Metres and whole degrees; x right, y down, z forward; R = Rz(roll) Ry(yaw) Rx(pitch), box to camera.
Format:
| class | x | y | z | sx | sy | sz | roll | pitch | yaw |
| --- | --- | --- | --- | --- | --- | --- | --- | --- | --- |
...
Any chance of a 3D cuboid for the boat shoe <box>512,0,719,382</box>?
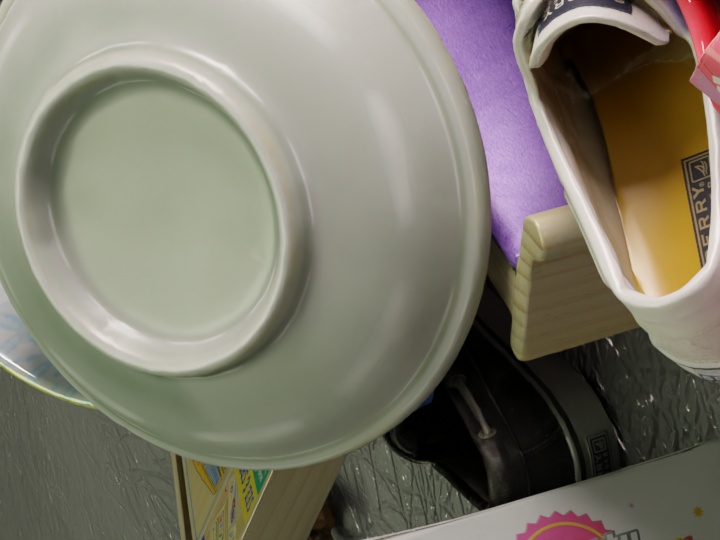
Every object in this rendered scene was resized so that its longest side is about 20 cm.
| class | x | y | z | sx | sy | sz | roll | pitch | yaw |
| --- | --- | --- | --- | --- | --- | --- | --- | --- | --- |
| boat shoe | 0.076 | -0.066 | 0.575 | 0.070 | 0.071 | 0.200 | 29 | -135 | -51 |

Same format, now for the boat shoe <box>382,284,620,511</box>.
| class | x | y | z | sx | sy | sz | roll | pitch | yaw |
| --- | --- | --- | --- | --- | --- | --- | --- | --- | --- |
| boat shoe | 0.037 | 0.048 | 0.859 | 0.200 | 0.064 | 0.071 | -144 | 42 | -63 |

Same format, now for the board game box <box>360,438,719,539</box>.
| class | x | y | z | sx | sy | sz | roll | pitch | yaw |
| --- | --- | --- | --- | --- | --- | --- | --- | --- | --- |
| board game box | 0.047 | 0.131 | 0.760 | 0.200 | 0.147 | 0.064 | 124 | 130 | -67 |

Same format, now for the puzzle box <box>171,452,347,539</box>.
| class | x | y | z | sx | sy | sz | roll | pitch | yaw |
| --- | --- | --- | --- | --- | --- | --- | --- | --- | --- |
| puzzle box | -0.041 | 0.045 | 0.810 | 0.200 | 0.025 | 0.133 | -109 | 39 | -63 |

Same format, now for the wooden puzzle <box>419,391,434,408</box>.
| class | x | y | z | sx | sy | sz | roll | pitch | yaw |
| --- | --- | --- | --- | --- | --- | --- | --- | --- | --- |
| wooden puzzle | 0.000 | 0.000 | 0.847 | 0.200 | 0.046 | 0.186 | 139 | 144 | -60 |

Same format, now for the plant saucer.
| class | x | y | z | sx | sy | sz | roll | pitch | yaw |
| --- | --- | --- | --- | --- | --- | --- | --- | --- | --- |
| plant saucer | -0.057 | -0.023 | 0.655 | 0.200 | 0.050 | 0.201 | 8 | 109 | 26 |

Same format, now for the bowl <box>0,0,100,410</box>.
| class | x | y | z | sx | sy | sz | roll | pitch | yaw |
| --- | --- | --- | --- | --- | --- | --- | --- | --- | --- |
| bowl | -0.072 | -0.057 | 0.743 | 0.200 | 0.108 | 0.201 | 8 | 109 | 26 |

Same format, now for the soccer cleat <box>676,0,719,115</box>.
| class | x | y | z | sx | sy | sz | roll | pitch | yaw |
| --- | --- | --- | --- | --- | --- | --- | --- | --- | --- |
| soccer cleat | 0.127 | -0.038 | 0.508 | 0.068 | 0.073 | 0.200 | 104 | 147 | -56 |

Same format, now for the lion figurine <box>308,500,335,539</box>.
| class | x | y | z | sx | sy | sz | roll | pitch | yaw |
| --- | --- | --- | --- | --- | --- | --- | --- | --- | --- |
| lion figurine | -0.066 | 0.120 | 1.205 | 0.200 | 0.072 | 0.122 | 57 | -171 | 29 |

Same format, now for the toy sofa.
| class | x | y | z | sx | sy | sz | roll | pitch | yaw |
| --- | --- | --- | --- | --- | --- | --- | --- | --- | --- |
| toy sofa | 0.053 | -0.076 | 0.687 | 0.098 | 0.083 | 0.200 | 93 | 155 | -46 |
